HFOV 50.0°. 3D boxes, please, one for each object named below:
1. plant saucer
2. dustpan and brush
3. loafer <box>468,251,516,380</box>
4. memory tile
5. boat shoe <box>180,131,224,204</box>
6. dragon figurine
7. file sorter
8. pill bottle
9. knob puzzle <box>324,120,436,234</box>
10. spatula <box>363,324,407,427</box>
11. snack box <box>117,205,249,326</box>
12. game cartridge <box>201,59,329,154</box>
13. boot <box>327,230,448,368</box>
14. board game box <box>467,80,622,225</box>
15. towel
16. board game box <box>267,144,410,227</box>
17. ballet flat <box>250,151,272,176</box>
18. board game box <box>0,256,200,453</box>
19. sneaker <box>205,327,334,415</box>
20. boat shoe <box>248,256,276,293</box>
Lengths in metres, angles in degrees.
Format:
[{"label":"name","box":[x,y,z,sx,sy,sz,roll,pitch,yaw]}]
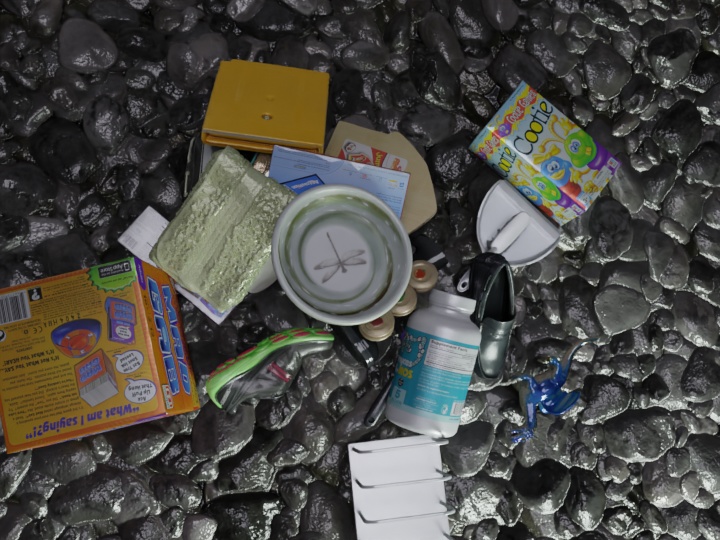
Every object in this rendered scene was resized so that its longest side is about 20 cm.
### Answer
[{"label":"plant saucer","box":[-0.029,-0.019,1.068,0.199,0.050,0.201,5,74,-16]},{"label":"dustpan and brush","box":[0.215,-0.038,1.207,0.140,0.057,0.200,43,81,1]},{"label":"loafer","box":[0.197,0.074,1.154,0.068,0.070,0.202,-7,106,-21]},{"label":"memory tile","box":[0.000,0.000,1.117,0.200,0.017,0.153,35,64,24]},{"label":"boat shoe","box":[-0.236,-0.117,1.169,0.063,0.071,0.201,-2,75,32]},{"label":"dragon figurine","box":[0.295,0.185,1.180,0.199,0.059,0.100,-31,85,-10]},{"label":"file sorter","box":[0.065,0.343,1.093,0.138,0.125,0.201,-5,81,-7]},{"label":"pill bottle","box":[0.110,0.131,1.122,0.110,0.111,0.201,15,90,-4]},{"label":"knob puzzle","box":[0.025,-0.121,1.202,0.218,0.030,0.221,-2,77,8]},{"label":"spatula","box":[0.061,0.151,1.177,0.056,0.021,0.200,33,79,-5]},{"label":"snack box","box":[-0.265,-0.007,1.163,0.200,0.024,0.072,40,77,1]},{"label":"game cartridge","box":[-0.138,-0.248,1.166,0.175,0.033,0.201,7,43,-5]},{"label":"boot","box":[0.048,0.035,1.141,0.199,0.066,0.165,-30,48,-12]},{"label":"board game box","box":[0.288,-0.182,1.219,0.200,0.103,0.105,39,78,1]},{"label":"towel","box":[-0.187,-0.056,1.075,0.148,0.036,0.200,34,95,-6]},{"label":"board game box","box":[-0.036,-0.110,1.106,0.199,0.019,0.103,11,99,-7]},{"label":"ballet flat","box":[-0.152,-0.110,1.140,0.065,0.071,0.201,27,79,11]},{"label":"board game box","box":[-0.350,0.114,1.031,0.199,0.200,0.201,-13,82,-2]},{"label":"sneaker","box":[-0.127,0.146,1.138,0.199,0.077,0.084,-27,102,-7]},{"label":"boat shoe","box":[-0.136,-0.063,1.169,0.068,0.072,0.201,20,82,37]}]
